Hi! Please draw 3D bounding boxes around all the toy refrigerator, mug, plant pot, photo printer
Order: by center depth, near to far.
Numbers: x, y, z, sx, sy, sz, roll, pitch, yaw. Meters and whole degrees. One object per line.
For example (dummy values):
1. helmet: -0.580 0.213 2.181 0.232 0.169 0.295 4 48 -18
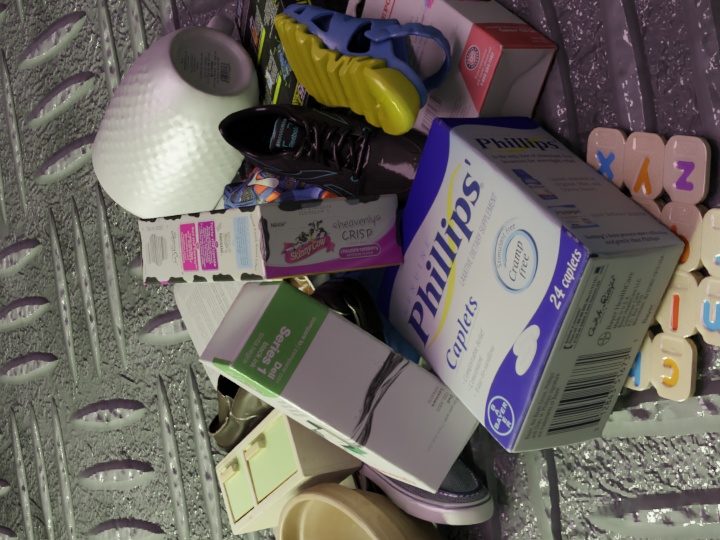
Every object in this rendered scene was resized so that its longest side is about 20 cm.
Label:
1. plant pot: 0.019 0.276 1.283 0.201 0.092 0.202 29 130 40
2. toy refrigerator: -0.076 0.191 1.362 0.200 0.070 0.076 -46 56 56
3. mug: -0.172 -0.175 1.423 0.175 0.147 0.201 127 162 -49
4. photo printer: -0.115 0.016 1.467 0.167 0.069 0.200 61 138 29

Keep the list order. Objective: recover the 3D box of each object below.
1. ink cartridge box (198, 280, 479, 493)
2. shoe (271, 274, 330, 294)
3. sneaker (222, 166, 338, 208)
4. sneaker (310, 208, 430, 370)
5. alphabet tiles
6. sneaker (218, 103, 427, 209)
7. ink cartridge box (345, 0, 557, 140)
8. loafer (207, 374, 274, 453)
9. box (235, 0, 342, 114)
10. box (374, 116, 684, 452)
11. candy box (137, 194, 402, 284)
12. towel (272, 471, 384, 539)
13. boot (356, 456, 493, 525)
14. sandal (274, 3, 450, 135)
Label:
1. ink cartridge box: -0.018 0.093 1.146 0.085 0.200 0.146 -59 13 -10
2. shoe: -0.056 0.045 1.343 0.054 0.070 0.201 -86 -7 -48
3. sneaker: -0.066 -0.088 1.301 0.200 0.075 0.079 -8 97 53
4. sneaker: 0.001 0.000 1.270 0.077 0.111 0.201 -16 82 54
5. alphabet tiles: 0.214 -0.007 1.059 0.200 0.015 0.197 14 105 53
6. sneaker: -0.029 -0.096 1.169 0.199 0.079 0.076 12 91 26
7. ink cartridge box: 0.066 -0.185 1.193 0.200 0.067 0.117 46 130 39
8. loafer: -0.111 0.122 1.406 0.071 0.073 0.200 39 144 -5
9. box: -0.069 -0.212 1.336 0.200 0.047 0.194 113 139 -67
10. box: 0.122 0.006 1.087 0.200 0.105 0.185 47 130 42
11. candy box: -0.078 -0.024 1.158 0.200 0.136 0.061 -4 92 54
12. towel: -0.053 0.200 1.438 0.200 0.034 0.133 -38 64 50
13. boot: 0.046 0.154 1.261 0.200 0.073 0.091 22 118 51
14. sandal: 0.004 -0.177 1.153 0.200 0.087 0.080 35 157 42
